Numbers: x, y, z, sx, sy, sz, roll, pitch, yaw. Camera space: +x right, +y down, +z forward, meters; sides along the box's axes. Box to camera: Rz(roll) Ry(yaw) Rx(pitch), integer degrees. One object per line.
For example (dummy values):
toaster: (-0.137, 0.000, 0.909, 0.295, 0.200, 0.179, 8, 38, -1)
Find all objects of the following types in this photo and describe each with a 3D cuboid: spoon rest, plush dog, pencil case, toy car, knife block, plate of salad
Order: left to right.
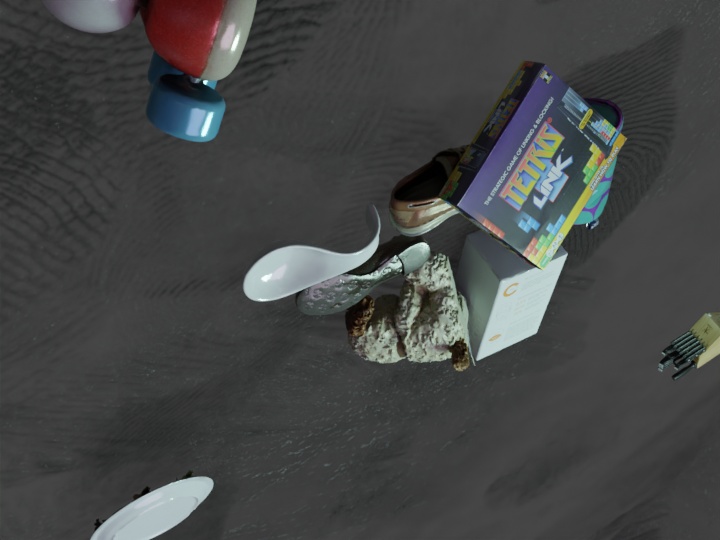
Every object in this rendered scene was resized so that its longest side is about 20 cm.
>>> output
toy car: (-0.183, -0.233, 0.815, 0.197, 0.178, 0.186, 15, 114, -18)
plate of salad: (-0.312, 0.354, 1.545, 0.198, 0.048, 0.201, -27, 158, -12)
spoon rest: (-0.056, -0.017, 1.285, 0.198, 0.061, 0.100, -26, 148, -19)
plush dog: (0.064, 0.085, 1.488, 0.169, 0.163, 0.200, -12, 150, 12)
pencil case: (0.312, -0.148, 1.454, 0.092, 0.085, 0.201, -40, 152, -21)
knife block: (0.782, 0.178, 2.394, 0.198, 0.064, 0.176, -1, 135, -45)

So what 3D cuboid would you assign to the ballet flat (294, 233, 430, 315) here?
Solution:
ballet flat: (0.000, 0.000, 1.387, 0.198, 0.046, 0.068, -26, 134, -11)

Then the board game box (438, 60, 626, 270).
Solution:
board game box: (0.216, -0.129, 1.292, 0.164, 0.057, 0.202, 32, 91, -30)

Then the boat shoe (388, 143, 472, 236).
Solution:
boat shoe: (0.123, -0.118, 1.317, 0.199, 0.076, 0.072, -34, 148, -6)

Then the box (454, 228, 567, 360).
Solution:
box: (0.217, 0.024, 1.581, 0.123, 0.098, 0.201, -21, 147, -23)
